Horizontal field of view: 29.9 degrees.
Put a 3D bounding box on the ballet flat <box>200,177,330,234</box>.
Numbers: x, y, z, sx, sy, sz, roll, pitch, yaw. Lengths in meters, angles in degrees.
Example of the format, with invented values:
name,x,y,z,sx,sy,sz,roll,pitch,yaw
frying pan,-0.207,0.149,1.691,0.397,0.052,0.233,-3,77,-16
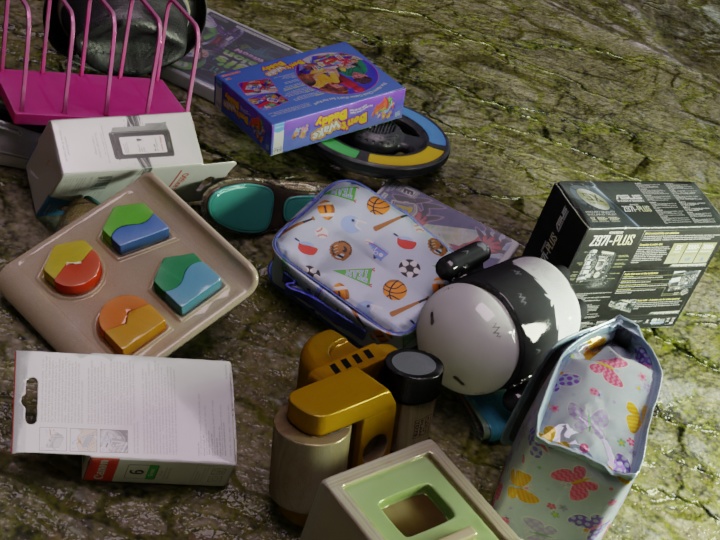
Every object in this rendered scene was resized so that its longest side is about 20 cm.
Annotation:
name,x,y,z,sx,sy,sz,roll,pitch,yaw
ballet flat,-0.105,-0.078,1.560,0.200,0.068,0.075,-1,20,-32

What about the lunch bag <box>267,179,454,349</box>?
name,x,y,z,sx,sy,sz,roll,pitch,yaw
lunch bag,0.000,0.000,1.472,0.200,0.076,0.160,34,57,14

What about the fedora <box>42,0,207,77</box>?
name,x,y,z,sx,sy,sz,roll,pitch,yaw
fedora,-0.282,-0.291,1.638,0.200,0.201,0.092,4,43,-20

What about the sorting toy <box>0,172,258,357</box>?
name,x,y,z,sx,sy,sz,roll,pitch,yaw
sorting toy,-0.232,0.006,1.343,0.200,0.036,0.185,-39,68,-23

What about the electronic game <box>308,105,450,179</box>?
name,x,y,z,sx,sy,sz,roll,pitch,yaw
electronic game,0.017,-0.174,1.721,0.200,0.042,0.200,9,32,-6

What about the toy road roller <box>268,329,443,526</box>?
name,x,y,z,sx,sy,sz,roll,pitch,yaw
toy road roller,-0.026,0.136,1.282,0.200,0.123,0.146,-20,38,-41

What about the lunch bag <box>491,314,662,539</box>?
name,x,y,z,sx,sy,sz,roll,pitch,yaw
lunch bag,0.206,0.159,1.301,0.127,0.170,0.200,24,44,7

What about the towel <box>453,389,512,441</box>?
name,x,y,z,sx,sy,sz,roll,pitch,yaw
towel,0.185,0.120,1.469,0.200,0.022,0.147,-3,43,-29

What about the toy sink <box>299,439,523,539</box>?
name,x,y,z,sx,sy,sz,roll,pitch,yaw
toy sink,0.060,0.261,1.164,0.130,0.112,0.200,-15,49,-36

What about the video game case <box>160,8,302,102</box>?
name,x,y,z,sx,sy,sz,roll,pitch,yaw
video game case,-0.176,-0.279,1.797,0.200,0.023,0.182,26,38,8

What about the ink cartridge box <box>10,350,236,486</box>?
name,x,y,z,sx,sy,sz,roll,pitch,yaw
ink cartridge box,-0.216,0.135,1.231,0.200,0.050,0.109,5,55,-17

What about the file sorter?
name,x,y,z,sx,sy,sz,roll,pitch,yaw
file sorter,-0.293,-0.242,1.509,0.200,0.126,0.139,0,27,-26

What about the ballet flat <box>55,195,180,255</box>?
name,x,y,z,sx,sy,sz,roll,pitch,yaw
ballet flat,-0.235,-0.006,1.412,0.200,0.071,0.071,30,39,13

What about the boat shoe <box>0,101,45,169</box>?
name,x,y,z,sx,sy,sz,roll,pitch,yaw
boat shoe,-0.344,-0.155,1.533,0.200,0.069,0.072,11,38,-11

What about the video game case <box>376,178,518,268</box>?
name,x,y,z,sx,sy,sz,roll,pitch,yaw
video game case,0.073,-0.022,1.591,0.182,0.023,0.200,28,38,10

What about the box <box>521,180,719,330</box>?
name,x,y,z,sx,sy,sz,roll,pitch,yaw
box,0.297,-0.016,1.567,0.200,0.164,0.086,-2,43,-25

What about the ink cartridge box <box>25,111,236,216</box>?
name,x,y,z,sx,sy,sz,roll,pitch,yaw
ink cartridge box,-0.251,-0.118,1.477,0.200,0.116,0.068,-7,73,-30

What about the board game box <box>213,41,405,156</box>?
name,x,y,z,sx,sy,sz,roll,pitch,yaw
board game box,-0.064,-0.219,1.693,0.200,0.045,0.134,-20,45,-30

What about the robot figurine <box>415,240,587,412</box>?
name,x,y,z,sx,sy,sz,roll,pitch,yaw
robot figurine,0.148,0.056,1.415,0.150,0.125,0.200,32,36,34
